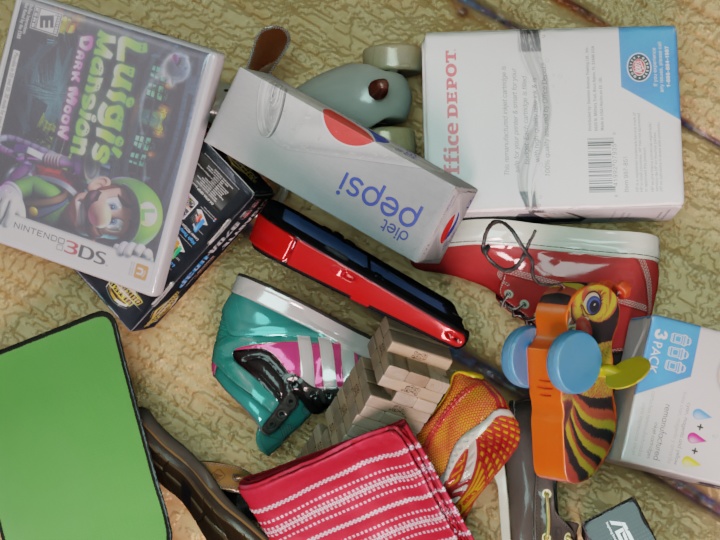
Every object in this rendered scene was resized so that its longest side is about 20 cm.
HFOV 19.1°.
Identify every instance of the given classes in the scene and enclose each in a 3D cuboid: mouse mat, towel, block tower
[{"bbox_3d":[-0.236,0.148,1.703,0.161,0.008,0.200,-21,80,26],"label":"mouse mat"},{"bbox_3d":[0.012,0.213,1.624,0.145,0.022,0.200,-22,114,17],"label":"towel"},{"bbox_3d":[-0.002,0.132,1.634,0.058,0.054,0.200,19,118,-21],"label":"block tower"}]

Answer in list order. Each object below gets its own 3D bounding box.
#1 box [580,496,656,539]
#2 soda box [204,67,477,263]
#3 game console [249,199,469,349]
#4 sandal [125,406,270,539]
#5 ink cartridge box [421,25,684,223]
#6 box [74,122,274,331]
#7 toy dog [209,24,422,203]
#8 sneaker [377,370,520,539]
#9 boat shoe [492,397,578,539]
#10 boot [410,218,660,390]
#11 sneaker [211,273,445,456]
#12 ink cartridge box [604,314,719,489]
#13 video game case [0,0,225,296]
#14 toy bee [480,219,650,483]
[{"bbox_3d":[0.217,0.252,1.574,0.044,0.200,0.160,-27,79,1],"label":"box"},{"bbox_3d":[-0.015,-0.081,1.633,0.200,0.063,0.068,31,100,17],"label":"soda box"},{"bbox_3d":[0.000,0.000,1.623,0.177,0.200,0.031,26,95,-3],"label":"game console"},{"bbox_3d":[-0.110,0.177,1.693,0.055,0.082,0.200,-38,71,-23],"label":"sandal"},{"bbox_3d":[0.149,-0.112,1.690,0.200,0.084,0.145,-1,83,1],"label":"ink cartridge box"},{"bbox_3d":[-0.191,-0.076,1.721,0.200,0.046,0.159,46,107,11],"label":"box"},{"bbox_3d":[-0.041,-0.134,1.713,0.200,0.096,0.132,-21,79,2],"label":"toy dog"},{"bbox_3d":[0.051,0.161,1.657,0.200,0.073,0.077,-52,47,23],"label":"sneaker"},{"bbox_3d":[0.139,0.198,1.655,0.061,0.072,0.201,-10,78,8],"label":"boat shoe"},{"bbox_3d":[0.133,0.037,1.684,0.200,0.072,0.144,5,83,3],"label":"boot"},{"bbox_3d":[-0.034,0.098,1.683,0.200,0.084,0.121,27,88,6],"label":"sneaker"},{"bbox_3d":[0.296,0.113,1.632,0.200,0.068,0.115,14,84,-7],"label":"ink cartridge box"},{"bbox_3d":[-0.214,-0.101,1.691,0.182,0.023,0.200,19,99,17],"label":"video game case"},{"bbox_3d":[0.167,0.053,1.596,0.109,0.200,0.131,-21,37,-35],"label":"toy bee"}]
